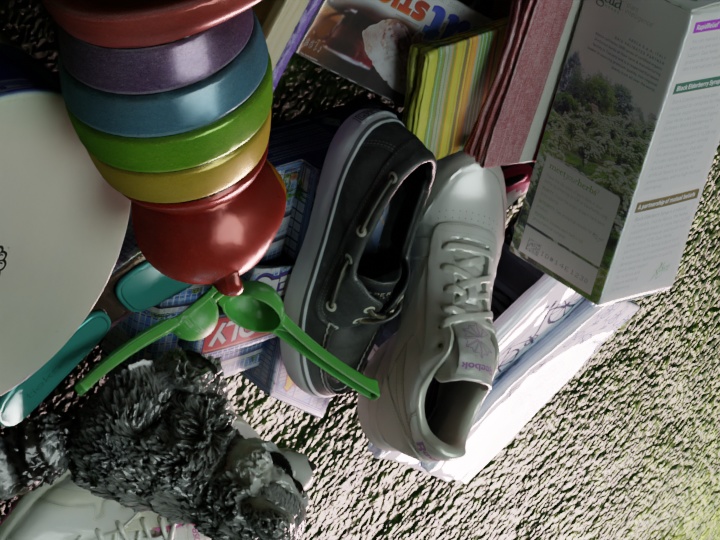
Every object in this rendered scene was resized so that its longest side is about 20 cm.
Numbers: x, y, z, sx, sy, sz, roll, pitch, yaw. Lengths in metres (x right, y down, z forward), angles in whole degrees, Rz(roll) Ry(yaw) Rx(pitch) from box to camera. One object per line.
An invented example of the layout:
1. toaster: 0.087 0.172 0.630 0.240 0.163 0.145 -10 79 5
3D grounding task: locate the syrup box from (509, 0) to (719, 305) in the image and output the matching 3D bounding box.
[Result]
1. syrup box: 0.167 -0.087 1.554 0.081 0.079 0.200 -12 126 -46

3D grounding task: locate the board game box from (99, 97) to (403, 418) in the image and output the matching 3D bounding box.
1. board game box: -0.061 0.010 1.579 0.200 0.062 0.200 -18 132 -41

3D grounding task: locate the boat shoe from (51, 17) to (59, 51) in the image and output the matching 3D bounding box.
1. boat shoe: -0.119 -0.160 1.347 0.071 0.072 0.200 -25 135 -29

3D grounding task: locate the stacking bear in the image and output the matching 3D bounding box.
1. stacking bear: -0.090 -0.079 1.300 0.114 0.121 0.200 -31 134 -22

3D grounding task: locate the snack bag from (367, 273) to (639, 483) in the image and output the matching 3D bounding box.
1. snack bag: 0.102 0.071 1.740 0.189 0.021 0.200 -45 161 5

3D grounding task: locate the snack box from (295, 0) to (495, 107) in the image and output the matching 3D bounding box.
1. snack box: 0.036 -0.133 1.537 0.200 0.024 0.072 22 99 -47

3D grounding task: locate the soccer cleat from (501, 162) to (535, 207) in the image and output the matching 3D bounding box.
1. soccer cleat: 0.068 -0.060 1.665 0.070 0.086 0.200 43 89 -12

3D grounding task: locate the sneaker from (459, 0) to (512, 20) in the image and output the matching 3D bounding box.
1. sneaker: 0.098 -0.173 1.626 0.082 0.077 0.200 -30 147 12

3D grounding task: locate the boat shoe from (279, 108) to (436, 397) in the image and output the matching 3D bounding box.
1. boat shoe: 0.000 0.000 1.537 0.069 0.057 0.200 -20 133 -40

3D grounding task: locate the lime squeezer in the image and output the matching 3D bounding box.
1. lime squeezer: -0.082 0.040 1.485 0.200 0.038 0.071 3 82 -34

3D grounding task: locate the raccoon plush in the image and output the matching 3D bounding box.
1. raccoon plush: -0.125 0.139 1.502 0.200 0.134 0.097 -26 153 0

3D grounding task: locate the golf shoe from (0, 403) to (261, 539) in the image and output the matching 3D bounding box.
1. golf shoe: -0.140 0.148 1.577 0.200 0.092 0.075 -35 143 -24

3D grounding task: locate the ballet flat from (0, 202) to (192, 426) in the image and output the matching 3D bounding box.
1. ballet flat: -0.151 0.006 1.451 0.200 0.071 0.069 -38 158 -6

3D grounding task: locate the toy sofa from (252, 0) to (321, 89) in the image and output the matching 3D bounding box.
1. toy sofa: -0.056 -0.142 1.428 0.098 0.083 0.200 17 104 -54

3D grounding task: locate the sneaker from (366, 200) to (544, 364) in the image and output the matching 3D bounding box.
1. sneaker: 0.081 0.014 1.727 0.146 0.077 0.202 -52 158 18

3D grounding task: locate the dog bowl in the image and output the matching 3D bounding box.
1. dog bowl: -0.219 -0.024 1.340 0.200 0.079 0.200 -31 140 -30

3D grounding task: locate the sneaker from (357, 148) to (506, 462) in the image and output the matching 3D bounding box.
1. sneaker: 0.062 0.024 1.576 0.075 0.100 0.200 9 97 -31

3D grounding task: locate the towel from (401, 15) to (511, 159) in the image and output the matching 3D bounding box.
1. towel: 0.102 -0.125 1.570 0.200 0.018 0.086 -22 136 -36

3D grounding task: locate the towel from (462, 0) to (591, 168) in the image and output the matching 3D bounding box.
1. towel: 0.151 -0.138 1.583 0.200 0.023 0.144 -9 125 -48
